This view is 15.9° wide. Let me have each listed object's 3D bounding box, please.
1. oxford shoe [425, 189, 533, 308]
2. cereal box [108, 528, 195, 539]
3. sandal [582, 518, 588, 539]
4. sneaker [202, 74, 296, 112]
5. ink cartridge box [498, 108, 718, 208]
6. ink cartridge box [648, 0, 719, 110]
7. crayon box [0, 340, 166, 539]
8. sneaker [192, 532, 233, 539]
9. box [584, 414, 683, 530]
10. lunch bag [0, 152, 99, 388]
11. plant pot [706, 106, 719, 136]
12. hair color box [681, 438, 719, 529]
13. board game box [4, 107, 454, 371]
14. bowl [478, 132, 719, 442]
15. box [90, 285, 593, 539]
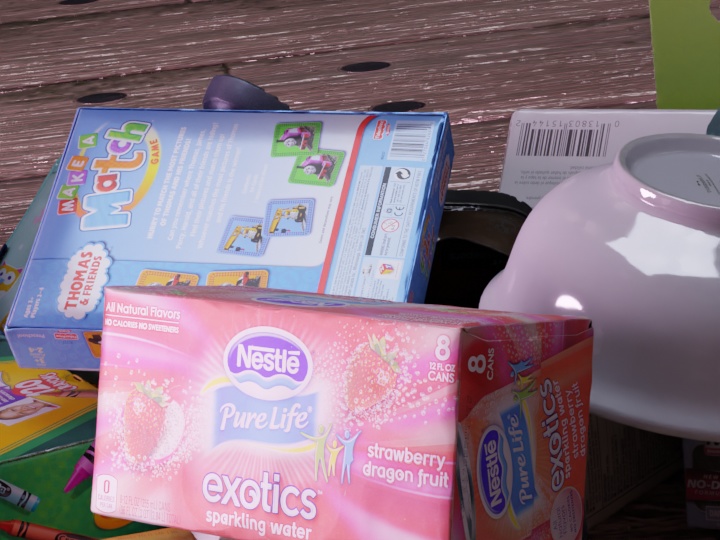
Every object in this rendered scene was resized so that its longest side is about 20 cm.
[{"bbox_3d":[0.000,0.000,1.322,0.198,0.073,0.085,-7,24,-2],"label":"oxford shoe"},{"bbox_3d":[-0.112,0.162,1.054,0.143,0.040,0.200,-8,15,-18],"label":"cereal box"},{"bbox_3d":[0.011,0.090,1.171,0.199,0.076,0.045,28,30,23],"label":"sandal"},{"bbox_3d":[-0.028,-0.015,1.389,0.082,0.200,0.070,-49,23,-17],"label":"sneaker"},{"bbox_3d":[0.171,-0.007,1.478,0.198,0.178,0.045,2,-24,24],"label":"ink cartridge box"},{"bbox_3d":[0.233,-0.081,1.548,0.147,0.202,0.076,1,16,24],"label":"ink cartridge box"},{"bbox_3d":[-0.194,0.094,1.327,0.118,0.059,0.200,-13,17,-26],"label":"crayon box"},{"bbox_3d":[-0.032,0.074,1.301,0.145,0.081,0.200,-14,11,-14],"label":"sneaker"},{"bbox_3d":[0.112,0.061,1.281,0.077,0.096,0.199,6,18,36],"label":"box"},{"bbox_3d":[-0.129,-0.006,1.478,0.199,0.161,0.077,9,-23,50],"label":"lunch bag"},{"bbox_3d":[0.291,-0.050,1.374,0.198,0.143,0.141,3,-20,-7],"label":"plant pot"},{"bbox_3d":[0.231,0.067,1.276,0.098,0.061,0.200,1,16,22],"label":"hair color box"},{"bbox_3d":[-0.062,-0.016,1.288,0.198,0.037,0.152,3,50,13],"label":"board game box"},{"bbox_3d":[0.158,-0.005,1.200,0.199,0.091,0.201,6,24,-2],"label":"bowl"},{"bbox_3d":[-0.010,0.061,1.078,0.199,0.104,0.094,6,4,39],"label":"box"}]
